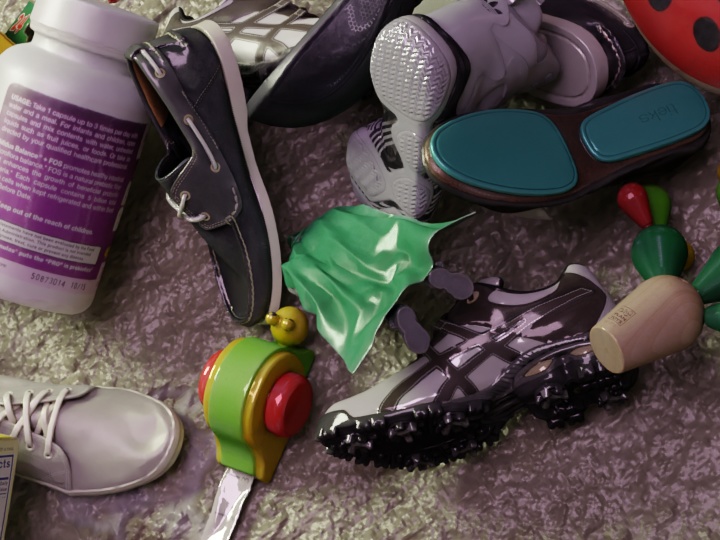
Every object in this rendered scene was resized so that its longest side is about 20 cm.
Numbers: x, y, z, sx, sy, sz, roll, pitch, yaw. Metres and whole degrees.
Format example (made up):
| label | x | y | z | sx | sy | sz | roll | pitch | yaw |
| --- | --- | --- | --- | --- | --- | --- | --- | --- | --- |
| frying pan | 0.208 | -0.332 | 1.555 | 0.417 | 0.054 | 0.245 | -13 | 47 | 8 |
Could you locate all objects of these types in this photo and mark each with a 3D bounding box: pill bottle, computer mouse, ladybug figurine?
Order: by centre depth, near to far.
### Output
| label | x | y | z | sx | sy | sz | roll | pitch | yaw |
| --- | --- | --- | --- | --- | --- | --- | --- | --- | --- |
| ladybug figurine | 0.215 | -0.194 | 1.381 | 0.136 | 0.072 | 0.201 | -37 | 61 | 19 |
| computer mouse | 0.009 | -0.155 | 1.405 | 0.053 | 0.139 | 0.200 | 41 | 106 | -4 |
| pill bottle | -0.202 | -0.082 | 1.509 | 0.112 | 0.112 | 0.201 | 23 | 98 | 28 |

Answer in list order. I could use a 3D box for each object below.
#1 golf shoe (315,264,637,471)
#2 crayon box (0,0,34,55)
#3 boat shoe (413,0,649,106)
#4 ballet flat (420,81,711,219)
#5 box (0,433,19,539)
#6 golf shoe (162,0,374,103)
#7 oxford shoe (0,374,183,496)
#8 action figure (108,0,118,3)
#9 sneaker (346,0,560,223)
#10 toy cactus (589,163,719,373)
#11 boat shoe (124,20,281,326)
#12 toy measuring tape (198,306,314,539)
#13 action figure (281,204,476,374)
| label | x | y | z | sx | sy | sz | roll | pitch | yaw |
| --- | --- | --- | --- | --- | --- | --- | --- | --- | --- |
| golf shoe | 0.065 | 0.059 | 1.389 | 0.199 | 0.078 | 0.095 | -16 | 63 | 4 |
| crayon box | -0.297 | -0.117 | 1.593 | 0.200 | 0.051 | 0.127 | -50 | 26 | -2 |
| boat shoe | 0.099 | -0.163 | 1.472 | 0.060 | 0.074 | 0.200 | -24 | 34 | -35 |
| ballet flat | 0.122 | -0.064 | 1.377 | 0.199 | 0.068 | 0.068 | -10 | 65 | -22 |
| box | -0.331 | 0.189 | 1.465 | 0.175 | 0.097 | 0.201 | 12 | 93 | 26 |
| golf shoe | -0.052 | -0.157 | 1.524 | 0.199 | 0.078 | 0.095 | -8 | 67 | 18 |
| oxford shoe | -0.212 | 0.104 | 1.503 | 0.199 | 0.058 | 0.076 | 7 | 71 | 23 |
| action figure | -0.076 | -0.219 | 1.538 | 0.199 | 0.052 | 0.065 | -8 | 19 | -12 |
| sneaker | 0.060 | -0.100 | 1.417 | 0.115 | 0.200 | 0.075 | -30 | 64 | -25 |
| toy cactus | 0.207 | 0.004 | 1.323 | 0.165 | 0.103 | 0.200 | -30 | 51 | -25 |
| boat shoe | -0.101 | -0.056 | 1.470 | 0.072 | 0.067 | 0.201 | 2 | 109 | 60 |
| toy measuring tape | -0.082 | 0.112 | 1.438 | 0.073 | 0.074 | 0.201 | 18 | 78 | 27 |
| action figure | 0.000 | 0.000 | 1.409 | 0.118 | 0.055 | 0.200 | -48 | 25 | -7 |
